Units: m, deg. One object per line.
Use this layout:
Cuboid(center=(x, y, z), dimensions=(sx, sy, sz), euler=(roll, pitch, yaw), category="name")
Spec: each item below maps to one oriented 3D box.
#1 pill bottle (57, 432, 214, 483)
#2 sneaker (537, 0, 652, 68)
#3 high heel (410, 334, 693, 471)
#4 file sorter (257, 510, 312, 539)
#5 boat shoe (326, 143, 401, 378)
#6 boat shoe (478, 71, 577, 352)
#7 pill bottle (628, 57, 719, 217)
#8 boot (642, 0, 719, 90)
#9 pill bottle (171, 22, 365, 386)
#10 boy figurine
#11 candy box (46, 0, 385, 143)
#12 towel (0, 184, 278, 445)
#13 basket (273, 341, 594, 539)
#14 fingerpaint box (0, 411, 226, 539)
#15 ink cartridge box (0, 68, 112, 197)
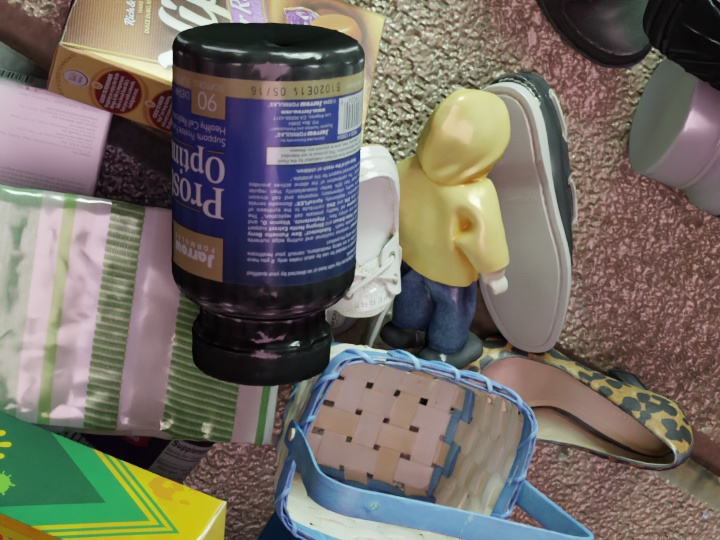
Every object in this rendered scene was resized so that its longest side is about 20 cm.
Cuboid(center=(-0.161, 0.106, 0.958), dimensions=(0.111, 0.111, 0.200), euler=(37, 97, -16), category="pill bottle")
Cuboid(center=(0.148, -0.223, 0.928), dimensions=(0.073, 0.082, 0.200), euler=(-29, 108, -1), category="sneaker")
Cuboid(center=(0.131, 0.099, 0.982), dimensions=(0.199, 0.143, 0.072), euler=(4, 105, -9), category="high heel")
Cuboid(center=(-0.033, 0.278, 1.012), dimensions=(0.123, 0.139, 0.200), euler=(29, 99, -17), category="file sorter")
Cuboid(center=(0.000, 0.000, 0.923), dimensions=(0.071, 0.069, 0.200), euler=(-16, 146, -17), category="boat shoe")
Cuboid(center=(0.120, -0.042, 0.985), dimensions=(0.074, 0.060, 0.200), euler=(-1, 109, 33), category="boat shoe")
Cuboid(center=(0.299, -0.080, 0.972), dimensions=(0.200, 0.113, 0.113), euler=(18, 102, -12), category="pill bottle")
Cuboid(center=(0.291, -0.151, 0.905), dimensions=(0.198, 0.162, 0.073), euler=(39, 132, 17), category="boot")
Cuboid(center=(-0.056, -0.040, 0.815), dimensions=(0.112, 0.112, 0.200), euler=(0, 108, -8), category="pill bottle")
Cuboid(center=(0.055, -0.034, 0.953), dimensions=(0.064, 0.124, 0.200), euler=(-18, 124, -40), category="boy figurine")
Cuboid(center=(-0.090, -0.141, 0.898), dimensions=(0.200, 0.056, 0.117), euler=(17, 58, -12), category="candy box")
Cuboid(center=(-0.142, 0.033, 0.874), dimensions=(0.200, 0.023, 0.153), euler=(7, 96, -20), category="towel")
Cuboid(center=(0.036, 0.126, 0.870), dimensions=(0.176, 0.200, 0.139), euler=(17, 93, -17), category="basket")
Cuboid(center=(-0.174, 0.199, 0.852), dimensions=(0.167, 0.073, 0.200), euler=(19, 131, 14), category="fingerpaint box")
Cuboid(center=(-0.242, -0.032, 0.941), dimensions=(0.109, 0.050, 0.200), euler=(12, 104, -12), category="ink cartridge box")
